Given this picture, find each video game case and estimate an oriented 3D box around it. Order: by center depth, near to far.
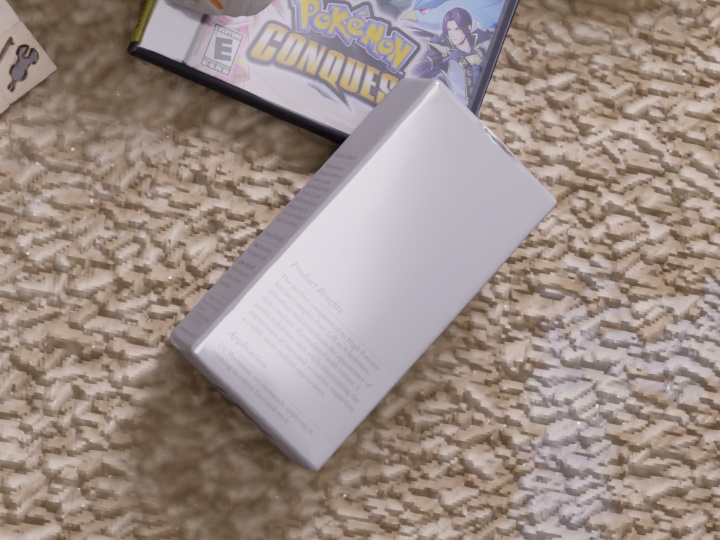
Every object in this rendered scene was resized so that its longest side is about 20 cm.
[{"bbox_3d":[-0.008,-0.168,1.199,0.199,0.025,0.182,22,84,-15],"label":"video game case"}]

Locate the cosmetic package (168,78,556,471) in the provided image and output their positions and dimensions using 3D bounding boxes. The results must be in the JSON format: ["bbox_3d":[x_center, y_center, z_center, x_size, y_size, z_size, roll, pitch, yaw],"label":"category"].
[{"bbox_3d":[0.000,0.000,1.162,0.102,0.074,0.200,45,82,-15],"label":"cosmetic package"}]

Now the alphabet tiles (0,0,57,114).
[{"bbox_3d":[-0.261,-0.158,1.138,0.167,0.008,0.200,-39,100,-12],"label":"alphabet tiles"}]

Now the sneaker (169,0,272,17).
[{"bbox_3d":[-0.116,-0.215,1.129,0.200,0.078,0.077,43,69,1],"label":"sneaker"}]
